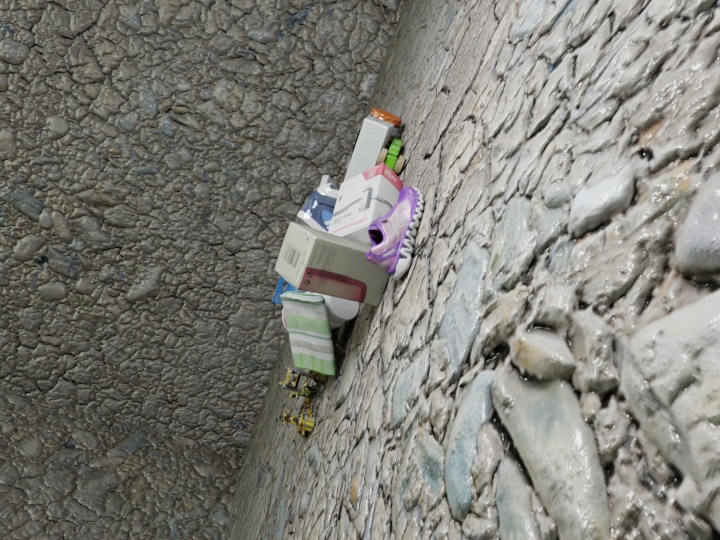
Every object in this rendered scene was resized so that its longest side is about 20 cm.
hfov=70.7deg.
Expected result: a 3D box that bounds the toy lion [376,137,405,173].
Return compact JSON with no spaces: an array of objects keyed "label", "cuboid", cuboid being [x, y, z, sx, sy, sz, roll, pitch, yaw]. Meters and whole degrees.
[{"label":"toy lion","cuboid":[0.066,-0.261,1.388,0.192,0.068,0.200,-78,9,-72]}]

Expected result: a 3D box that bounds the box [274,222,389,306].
[{"label":"box","cuboid":[-0.053,-0.012,1.043,0.128,0.200,0.109,32,104,55]}]

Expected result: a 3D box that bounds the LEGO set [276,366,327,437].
[{"label":"LEGO set","cuboid":[-0.173,0.339,1.378,0.154,0.116,0.201,144,144,-74]}]

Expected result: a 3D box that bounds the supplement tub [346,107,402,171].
[{"label":"supplement tub","cuboid":[0.043,-0.373,1.522,0.123,0.122,0.200,-91,22,-64]}]

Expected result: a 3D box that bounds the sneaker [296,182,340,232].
[{"label":"sneaker","cuboid":[-0.049,-0.131,1.304,0.147,0.200,0.081,-50,11,-11]}]

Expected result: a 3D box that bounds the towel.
[{"label":"towel","cuboid":[-0.129,0.153,1.238,0.149,0.031,0.201,3,106,43]}]

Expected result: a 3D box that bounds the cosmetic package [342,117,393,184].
[{"label":"cosmetic package","cuboid":[0.020,-0.308,1.384,0.102,0.074,0.200,-55,-15,-67]}]

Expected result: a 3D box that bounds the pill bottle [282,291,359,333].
[{"label":"pill bottle","cuboid":[-0.102,0.101,1.297,0.200,0.113,0.114,-24,43,44]}]

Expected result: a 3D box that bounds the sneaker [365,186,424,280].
[{"label":"sneaker","cuboid":[0.061,-0.084,0.963,0.081,0.088,0.201,123,164,-61]}]

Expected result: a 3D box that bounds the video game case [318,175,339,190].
[{"label":"video game case","cuboid":[-0.085,-0.132,1.418,0.182,0.023,0.201,48,-129,-55]}]

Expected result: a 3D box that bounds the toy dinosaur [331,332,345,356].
[{"label":"toy dinosaur","cuboid":[-0.087,0.197,1.301,0.200,0.077,0.103,125,148,-72]}]

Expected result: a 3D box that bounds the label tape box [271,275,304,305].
[{"label":"label tape box","cuboid":[-0.165,0.078,1.595,0.066,0.199,0.144,-106,36,-70]}]

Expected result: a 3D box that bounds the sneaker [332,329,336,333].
[{"label":"sneaker","cuboid":[-0.099,0.184,1.462,0.096,0.079,0.200,76,-142,-82]}]

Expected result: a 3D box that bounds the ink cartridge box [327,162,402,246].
[{"label":"ink cartridge box","cuboid":[0.010,-0.138,1.204,0.145,0.085,0.200,-19,46,37]}]
